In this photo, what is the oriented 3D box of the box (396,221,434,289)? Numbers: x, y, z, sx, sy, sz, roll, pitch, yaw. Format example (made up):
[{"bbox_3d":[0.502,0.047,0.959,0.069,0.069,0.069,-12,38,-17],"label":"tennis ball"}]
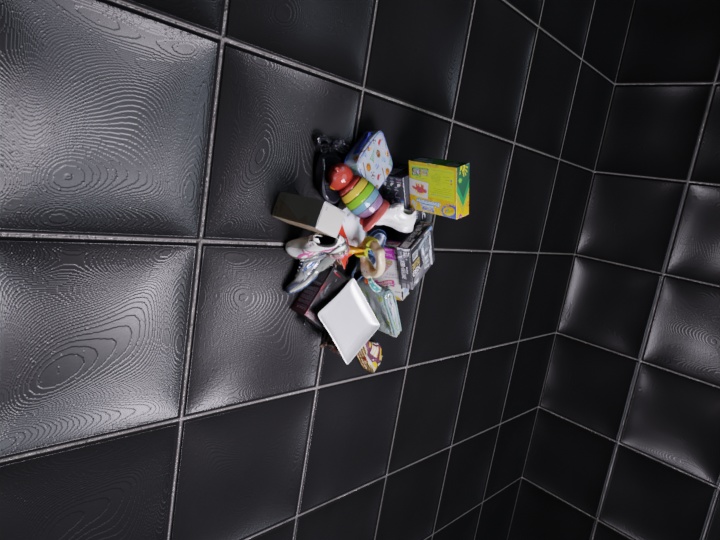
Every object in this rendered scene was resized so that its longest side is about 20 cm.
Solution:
[{"bbox_3d":[0.193,-0.054,1.749,0.200,0.049,0.159,-46,136,-47],"label":"box"}]

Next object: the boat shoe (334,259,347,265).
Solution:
[{"bbox_3d":[-0.087,-0.103,1.611,0.070,0.070,0.201,-39,127,-24],"label":"boat shoe"}]

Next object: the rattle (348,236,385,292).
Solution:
[{"bbox_3d":[0.000,0.000,1.599,0.143,0.130,0.201,-33,151,-38],"label":"rattle"}]

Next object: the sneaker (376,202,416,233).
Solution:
[{"bbox_3d":[0.093,-0.195,1.708,0.199,0.075,0.100,13,120,-10],"label":"sneaker"}]

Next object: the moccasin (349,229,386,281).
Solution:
[{"bbox_3d":[0.031,-0.040,1.696,0.080,0.068,0.201,24,114,-8],"label":"moccasin"}]

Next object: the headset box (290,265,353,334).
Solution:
[{"bbox_3d":[-0.120,0.098,1.641,0.149,0.077,0.201,46,69,-44],"label":"headset box"}]

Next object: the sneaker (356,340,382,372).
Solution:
[{"bbox_3d":[0.027,0.283,1.869,0.090,0.075,0.201,-52,141,-31],"label":"sneaker"}]

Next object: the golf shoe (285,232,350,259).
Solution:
[{"bbox_3d":[-0.134,-0.082,1.484,0.092,0.198,0.073,61,32,-54],"label":"golf shoe"}]

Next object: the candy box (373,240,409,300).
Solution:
[{"bbox_3d":[0.093,-0.003,1.777,0.061,0.135,0.201,-41,131,-51],"label":"candy box"}]

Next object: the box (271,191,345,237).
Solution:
[{"bbox_3d":[-0.147,-0.159,1.431,0.095,0.199,0.078,23,87,-47],"label":"box"}]

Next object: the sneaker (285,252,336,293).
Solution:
[{"bbox_3d":[-0.163,-0.009,1.570,0.200,0.077,0.085,-42,90,-6],"label":"sneaker"}]

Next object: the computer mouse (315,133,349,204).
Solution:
[{"bbox_3d":[-0.096,-0.303,1.551,0.138,0.052,0.202,-1,94,-48],"label":"computer mouse"}]

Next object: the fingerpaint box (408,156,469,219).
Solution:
[{"bbox_3d":[0.254,-0.271,1.652,0.073,0.199,0.168,-24,120,-37],"label":"fingerpaint box"}]

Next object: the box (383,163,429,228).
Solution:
[{"bbox_3d":[0.161,-0.256,1.788,0.122,0.106,0.201,-29,124,-34],"label":"box"}]

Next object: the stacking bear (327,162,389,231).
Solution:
[{"bbox_3d":[-0.018,-0.233,1.517,0.114,0.122,0.200,-43,109,8],"label":"stacking bear"}]

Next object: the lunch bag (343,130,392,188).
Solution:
[{"bbox_3d":[0.025,-0.344,1.613,0.201,0.075,0.161,-60,139,-34],"label":"lunch bag"}]

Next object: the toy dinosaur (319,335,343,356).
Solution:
[{"bbox_3d":[-0.053,0.221,1.709,0.199,0.135,0.086,-31,124,-36],"label":"toy dinosaur"}]

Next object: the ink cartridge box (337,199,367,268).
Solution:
[{"bbox_3d":[-0.034,-0.126,1.605,0.201,0.047,0.161,-74,153,-51],"label":"ink cartridge box"}]

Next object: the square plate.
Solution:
[{"bbox_3d":[-0.038,0.160,1.627,0.200,0.028,0.199,-45,114,-40],"label":"square plate"}]

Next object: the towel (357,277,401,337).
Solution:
[{"bbox_3d":[0.059,0.126,1.767,0.048,0.171,0.201,-33,126,-31],"label":"towel"}]
